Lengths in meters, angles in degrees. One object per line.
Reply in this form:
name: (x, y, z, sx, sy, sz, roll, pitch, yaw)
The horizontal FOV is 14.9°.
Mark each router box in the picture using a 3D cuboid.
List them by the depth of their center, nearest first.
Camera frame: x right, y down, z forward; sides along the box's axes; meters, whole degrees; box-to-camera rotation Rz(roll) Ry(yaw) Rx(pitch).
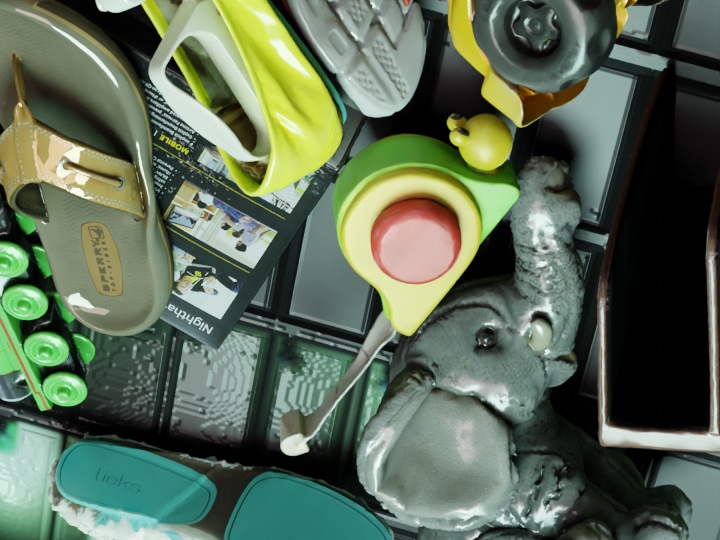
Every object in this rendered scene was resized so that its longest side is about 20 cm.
router box: (-0.117, -0.067, 1.305, 0.200, 0.051, 0.149, 31, 134, -5)

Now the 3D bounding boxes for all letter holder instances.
letter holder: (0.162, -0.036, 1.170, 0.100, 0.200, 0.142, 3, 122, 14)

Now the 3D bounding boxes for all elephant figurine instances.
elephant figurine: (0.061, 0.068, 1.325, 0.200, 0.155, 0.141, 58, 162, -10)

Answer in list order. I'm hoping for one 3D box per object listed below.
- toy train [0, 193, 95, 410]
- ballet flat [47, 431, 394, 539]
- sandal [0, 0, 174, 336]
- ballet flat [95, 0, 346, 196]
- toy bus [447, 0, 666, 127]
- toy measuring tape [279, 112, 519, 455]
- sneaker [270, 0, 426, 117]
toy train: (-0.180, -0.006, 1.315, 0.056, 0.042, 0.200, -8, 132, 12)
ballet flat: (-0.066, 0.134, 1.416, 0.200, 0.072, 0.072, 17, 126, 22)
sandal: (-0.135, -0.042, 1.259, 0.080, 0.054, 0.200, 4, 129, 22)
ballet flat: (-0.076, -0.117, 1.183, 0.067, 0.067, 0.200, -1, 128, 53)
toy bus: (0.062, -0.190, 1.153, 0.192, 0.136, 0.200, 33, 128, 9)
toy measuring tape: (0.000, 0.000, 1.285, 0.074, 0.074, 0.200, 35, 114, -8)
sneaker: (-0.050, -0.149, 1.248, 0.200, 0.077, 0.082, 52, 140, -13)
